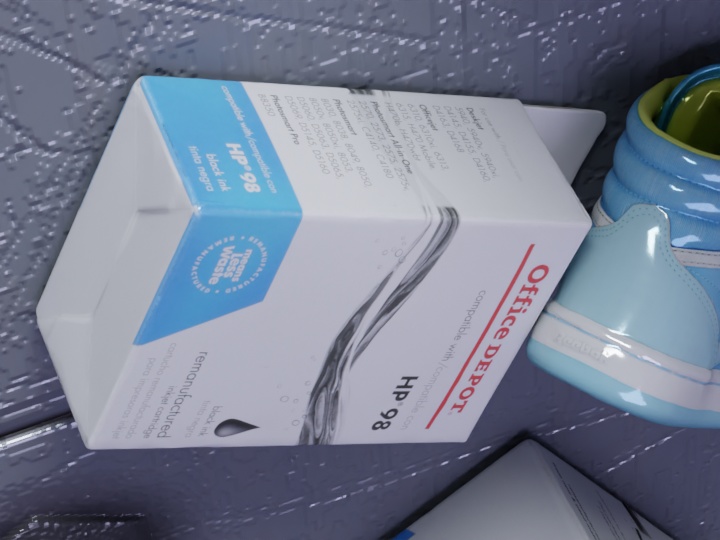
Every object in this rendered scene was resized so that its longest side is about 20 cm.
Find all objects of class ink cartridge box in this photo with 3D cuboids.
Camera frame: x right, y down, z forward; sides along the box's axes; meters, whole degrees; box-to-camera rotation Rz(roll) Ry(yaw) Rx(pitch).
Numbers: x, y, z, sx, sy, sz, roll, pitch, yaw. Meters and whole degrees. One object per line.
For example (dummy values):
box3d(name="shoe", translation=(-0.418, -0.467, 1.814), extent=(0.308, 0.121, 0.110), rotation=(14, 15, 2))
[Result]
box3d(name="ink cartridge box", translation=(0.000, 0.000, 0.911), extent=(0.199, 0.067, 0.116), rotation=(1, 134, -32))
box3d(name="ink cartridge box", translation=(0.083, 0.178, 1.150), extent=(0.146, 0.085, 0.200), rotation=(-38, 142, 12))

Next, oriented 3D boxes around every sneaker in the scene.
box3d(name="sneaker", translation=(0.142, -0.010, 0.981), extent=(0.200, 0.079, 0.131), rotation=(3, 110, -66))
